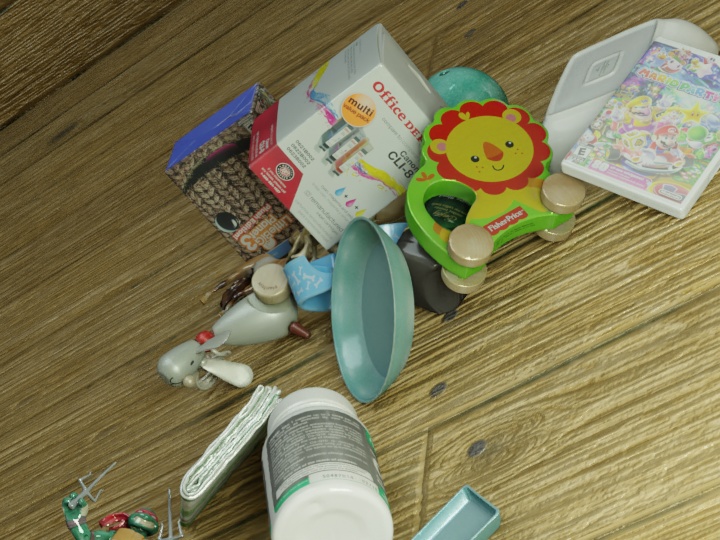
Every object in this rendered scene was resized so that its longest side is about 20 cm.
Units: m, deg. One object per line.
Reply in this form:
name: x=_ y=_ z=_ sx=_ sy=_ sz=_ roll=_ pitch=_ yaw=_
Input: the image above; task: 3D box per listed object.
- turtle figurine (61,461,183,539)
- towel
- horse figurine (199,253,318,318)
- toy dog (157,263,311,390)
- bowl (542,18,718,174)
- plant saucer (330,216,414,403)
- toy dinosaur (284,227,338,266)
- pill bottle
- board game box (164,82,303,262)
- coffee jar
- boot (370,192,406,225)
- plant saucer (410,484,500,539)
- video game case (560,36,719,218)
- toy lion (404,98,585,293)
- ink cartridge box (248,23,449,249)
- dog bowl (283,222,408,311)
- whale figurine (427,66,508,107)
turtle figurine: x=-0.256 y=0.308 z=1.556 sx=0.149 sy=0.101 sz=0.200 roll=9 pitch=47 yaw=14
towel: x=-0.146 y=0.200 z=1.546 sx=0.149 sy=0.031 sz=0.200 roll=-48 pitch=-5 yaw=-20
horse figurine: x=-0.133 y=0.017 z=1.927 sx=0.132 sy=0.050 sz=0.200 roll=-38 pitch=15 yaw=-23
toy dog: x=-0.140 y=0.089 z=1.769 sx=0.200 sy=0.132 sz=0.096 roll=-47 pitch=58 yaw=1
bowl: x=0.294 y=-0.203 z=1.652 sx=0.199 sy=0.075 sz=0.200 roll=-19 pitch=33 yaw=42
plant saucer: x=0.016 y=0.042 z=1.564 sx=0.036 sy=0.201 sz=0.200 roll=-1 pitch=14 yaw=-19
toy dinosaur: x=-0.049 y=-0.049 z=1.802 sx=0.200 sy=0.058 sz=0.101 roll=-31 pitch=40 yaw=48
pill bottle: x=-0.036 y=0.200 z=1.392 sx=0.113 sy=0.113 sz=0.200 roll=-36 pitch=24 yaw=9
board game box: x=-0.142 y=-0.126 z=2.007 sx=0.159 sy=0.200 sz=0.097 roll=-33 pitch=24 yaw=21
coffee jar: x=0.112 y=-0.052 z=1.614 sx=0.085 sy=0.104 sz=0.200 roll=20 pitch=57 yaw=24
boot: x=-0.012 y=-0.111 z=1.842 sx=0.200 sy=0.156 sz=0.073 roll=-1 pitch=44 yaw=53
plant saucer: x=0.041 y=0.273 z=1.268 sx=0.200 sy=0.019 sz=0.070 roll=-43 pitch=24 yaw=-8
video game case: x=0.320 y=-0.152 z=1.504 sx=0.143 sy=0.018 sz=0.200 roll=25 pitch=64 yaw=31
toy lion: x=0.128 y=-0.096 z=1.550 sx=0.200 sy=0.069 sz=0.192 roll=-29 pitch=62 yaw=-23
ink cartridge box: x=-0.008 y=-0.158 z=1.695 sx=0.200 sy=0.145 sz=0.145 roll=-37 pitch=22 yaw=17
dog bowl: x=0.000 y=0.000 z=1.703 sx=0.200 sy=0.111 sz=0.050 roll=-21 pitch=70 yaw=36
whale figurine: x=0.101 y=-0.187 z=1.826 sx=0.159 sy=0.104 sz=0.200 roll=-1 pitch=28 yaw=44
